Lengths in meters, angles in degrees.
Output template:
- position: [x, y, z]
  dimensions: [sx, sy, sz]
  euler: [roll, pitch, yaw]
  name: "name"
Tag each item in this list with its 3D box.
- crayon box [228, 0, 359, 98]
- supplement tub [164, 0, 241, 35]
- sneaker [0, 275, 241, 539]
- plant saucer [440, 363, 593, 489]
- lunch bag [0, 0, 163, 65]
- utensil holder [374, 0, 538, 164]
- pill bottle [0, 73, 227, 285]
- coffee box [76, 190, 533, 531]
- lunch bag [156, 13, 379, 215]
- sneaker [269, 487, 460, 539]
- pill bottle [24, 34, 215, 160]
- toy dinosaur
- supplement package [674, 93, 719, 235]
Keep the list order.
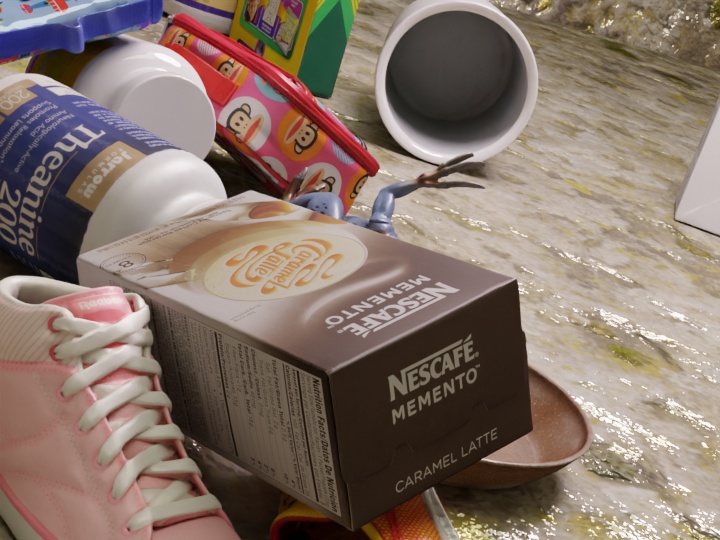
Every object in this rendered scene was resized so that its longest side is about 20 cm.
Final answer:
- position: [-0.072, -0.316, 1.707]
  dimensions: [0.058, 0.173, 0.200]
  euler: [7, 21, -31]
  name: "crayon box"
- position: [-0.162, -0.404, 1.830]
  dimensions: [0.145, 0.200, 0.145]
  euler: [16, 16, -5]
  name: "supplement tub"
- position: [-0.110, 0.070, 0.644]
  dimensions: [0.200, 0.105, 0.075]
  euler: [33, 20, 34]
  name: "sneaker"
- position: [0.038, 0.078, 0.877]
  dimensions: [0.200, 0.037, 0.200]
  euler: [16, 18, -5]
  name: "plant saucer"
- position: [-0.239, -0.187, 1.053]
  dimensions: [0.150, 0.094, 0.200]
  euler: [-18, 32, -25]
  name: "lunch bag"
- position: [0.099, -0.217, 1.601]
  dimensions: [0.170, 0.170, 0.200]
  euler: [17, 15, -4]
  name: "utensil holder"
- position: [-0.152, -0.035, 0.897]
  dimensions: [0.200, 0.111, 0.111]
  euler: [29, 20, 29]
  name: "pill bottle"
- position: [-0.030, 0.033, 0.697]
  dimensions: [0.114, 0.080, 0.200]
  euler: [-25, 29, -35]
  name: "coffee box"
- position: [-0.093, -0.130, 1.193]
  dimensions: [0.176, 0.082, 0.200]
  euler: [38, -1, -43]
  name: "lunch bag"
- position: [-0.009, 0.104, 0.691]
  dimensions: [0.077, 0.073, 0.200]
  euler: [15, 18, -23]
  name: "sneaker"
- position: [-0.176, -0.121, 1.089]
  dimensions: [0.104, 0.105, 0.200]
  euler: [9, 10, -29]
  name: "pill bottle"
- position: [0.000, 0.000, 1.003]
  dimensions: [0.200, 0.105, 0.181]
  euler: [-22, 25, -11]
  name: "toy dinosaur"
- position: [0.462, -0.133, 1.654]
  dimensions: [0.155, 0.200, 0.111]
  euler: [21, 19, 7]
  name: "supplement package"
